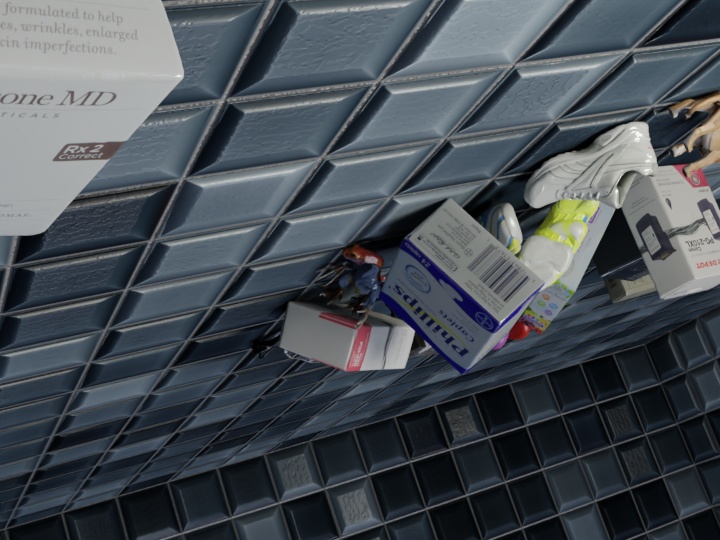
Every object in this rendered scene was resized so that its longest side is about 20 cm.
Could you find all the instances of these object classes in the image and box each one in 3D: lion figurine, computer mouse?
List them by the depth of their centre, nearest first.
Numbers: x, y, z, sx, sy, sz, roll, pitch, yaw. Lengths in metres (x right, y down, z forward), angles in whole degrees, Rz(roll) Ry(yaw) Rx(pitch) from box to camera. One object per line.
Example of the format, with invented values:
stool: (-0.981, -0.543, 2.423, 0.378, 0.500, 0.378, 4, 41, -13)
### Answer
lion figurine: (0.499, -0.202, 1.499, 0.122, 0.073, 0.200, -28, 161, 4)
computer mouse: (-0.108, 0.136, 1.998, 0.109, 0.044, 0.200, -30, 157, 21)

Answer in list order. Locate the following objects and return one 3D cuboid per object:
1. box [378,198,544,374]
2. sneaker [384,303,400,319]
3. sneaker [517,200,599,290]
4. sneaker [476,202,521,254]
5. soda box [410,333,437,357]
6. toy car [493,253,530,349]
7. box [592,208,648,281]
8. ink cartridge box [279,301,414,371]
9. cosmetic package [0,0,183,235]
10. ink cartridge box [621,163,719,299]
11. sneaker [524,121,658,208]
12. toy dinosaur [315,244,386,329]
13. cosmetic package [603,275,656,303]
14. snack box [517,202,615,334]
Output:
box: (0.141, 0.028, 1.556, 0.105, 0.184, 0.200, -42, 167, -25)
sneaker: (0.074, 0.042, 1.867, 0.079, 0.076, 0.200, -1, 154, -14)
sneaker: (0.306, -0.052, 1.656, 0.200, 0.076, 0.105, -55, 174, 6)
sneaker: (0.178, -0.041, 1.624, 0.105, 0.076, 0.200, -17, 166, -7)
soda box: (0.153, 0.145, 2.323, 0.071, 0.064, 0.200, -30, 163, 34)
toy car: (0.224, 0.061, 1.852, 0.199, 0.150, 0.175, -14, 166, -31)
box: (0.514, -0.059, 1.959, 0.148, 0.107, 0.200, -26, 165, 26)
ink cartridge box: (-0.020, 0.110, 1.806, 0.145, 0.085, 0.200, 17, -173, 31)
cosmetic package: (-0.236, -0.131, 0.608, 0.164, 0.166, 0.200, -7, 161, -43)
ink cartridge box: (0.525, -0.067, 1.757, 0.144, 0.201, 0.084, -9, 162, -37)
sneaker: (0.320, -0.124, 1.485, 0.200, 0.100, 0.078, -29, 163, 31)
toy dinosaur: (0.000, 0.000, 1.649, 0.200, 0.105, 0.182, -51, 179, -41)
cosmetic package: (0.621, -0.009, 2.293, 0.199, 0.106, 0.071, -13, 166, -17)
snack box: (0.338, -0.010, 1.756, 0.200, 0.053, 0.142, -57, 173, -35)
